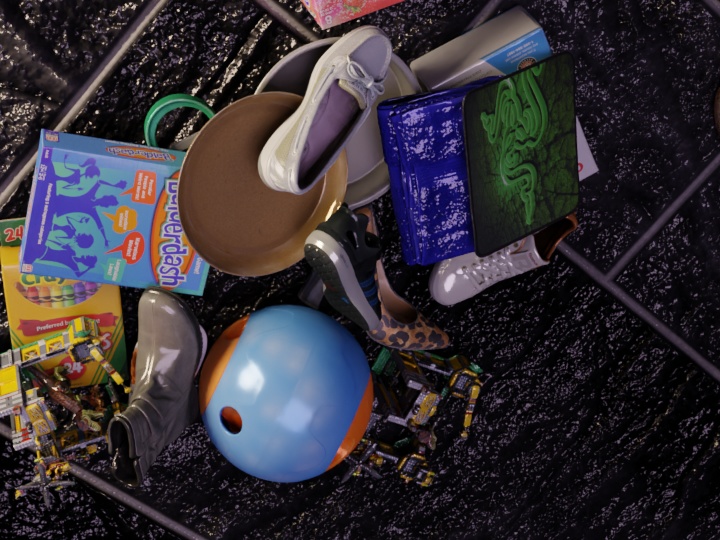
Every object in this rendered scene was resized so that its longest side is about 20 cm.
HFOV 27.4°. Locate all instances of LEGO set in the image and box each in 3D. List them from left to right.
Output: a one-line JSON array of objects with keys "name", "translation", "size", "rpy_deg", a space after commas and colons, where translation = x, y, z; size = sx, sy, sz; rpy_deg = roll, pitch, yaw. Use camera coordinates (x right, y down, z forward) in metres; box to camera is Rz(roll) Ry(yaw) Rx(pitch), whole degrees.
[{"name": "LEGO set", "translation": [-0.319, 0.163, 1.619], "size": [0.153, 0.116, 0.201], "rpy_deg": [-12, 127, -9]}, {"name": "LEGO set", "translation": [0.064, 0.188, 1.795], "size": [0.153, 0.116, 0.200], "rpy_deg": [30, 106, -27]}]

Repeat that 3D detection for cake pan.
[{"name": "cake pan", "translation": [-0.030, -0.160, 1.594], "size": [0.199, 0.037, 0.201], "rpy_deg": [-7, 118, -14]}]

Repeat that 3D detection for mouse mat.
[{"name": "mouse mat", "translation": [0.178, -0.125, 1.611], "size": [0.160, 0.008, 0.201], "rpy_deg": [-26, 123, -28]}]

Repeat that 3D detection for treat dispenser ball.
[{"name": "treat dispenser ball", "translation": [-0.085, 0.140, 1.688], "size": [0.200, 0.201, 0.202], "rpy_deg": [-7, 119, -13]}]

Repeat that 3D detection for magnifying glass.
[{"name": "magnifying glass", "translation": [-0.149, -0.112, 1.591], "size": [0.080, 0.022, 0.200], "rpy_deg": [-44, 121, 8]}]

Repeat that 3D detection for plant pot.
[{"name": "plant pot", "translation": [-0.105, -0.092, 1.546], "size": [0.199, 0.027, 0.201], "rpy_deg": [-13, 116, -28]}]

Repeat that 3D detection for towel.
[{"name": "towel", "translation": [0.103, -0.104, 1.610], "size": [0.147, 0.050, 0.201], "rpy_deg": [-13, 121, -5]}]

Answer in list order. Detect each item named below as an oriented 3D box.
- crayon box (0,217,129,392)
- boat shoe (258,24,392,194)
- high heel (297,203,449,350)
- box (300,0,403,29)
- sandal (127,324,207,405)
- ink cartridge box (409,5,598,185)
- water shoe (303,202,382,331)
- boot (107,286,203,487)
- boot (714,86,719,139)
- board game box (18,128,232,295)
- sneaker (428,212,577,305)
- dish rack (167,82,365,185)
[{"name": "crayon box", "translation": [-0.331, 0.036, 1.647], "size": [0.126, 0.051, 0.201], "rpy_deg": [-8, 118, -12]}, {"name": "boat shoe", "translation": [-0.025, -0.162, 1.509], "size": [0.202, 0.065, 0.074], "rpy_deg": [-53, 127, -13]}, {"name": "high heel", "translation": [0.043, 0.012, 1.732], "size": [0.199, 0.072, 0.143], "rpy_deg": [23, 115, -17]}, {"name": "box", "translation": [0.027, -0.338, 1.529], "size": [0.199, 0.103, 0.095], "rpy_deg": [-21, 121, -7]}, {"name": "sandal", "translation": [-0.233, 0.112, 1.717], "size": [0.079, 0.059, 0.207], "rpy_deg": [11, 135, -15]}, {"name": "ink cartridge box", "translation": [0.164, -0.171, 1.668], "size": [0.144, 0.085, 0.200], "rpy_deg": [-28, 123, 0]}, {"name": "water shoe", "translation": [0.000, 0.000, 1.624], "size": [0.079, 0.071, 0.200], "rpy_deg": [-50, 155, -13]}, {"name": "boot", "translation": [-0.226, 0.129, 1.589], "size": [0.067, 0.131, 0.201], "rpy_deg": [12, 125, 19]}, {"name": "boot", "translation": [0.476, -0.190, 1.716], "size": [0.070, 0.146, 0.201], "rpy_deg": [-14, 121, -11]}, {"name": "board game box", "translation": [-0.249, -0.059, 1.561], "size": [0.199, 0.045, 0.153], "rpy_deg": [7, 118, -18]}, {"name": "sneaker", "translation": [0.168, -0.020, 1.749], "size": [0.200, 0.085, 0.073], "rpy_deg": [-39, 123, 7]}, {"name": "dish rack", "translation": [-0.108, -0.109, 1.642], "size": [0.199, 0.044, 0.172], "rpy_deg": [-26, 120, -2]}]
